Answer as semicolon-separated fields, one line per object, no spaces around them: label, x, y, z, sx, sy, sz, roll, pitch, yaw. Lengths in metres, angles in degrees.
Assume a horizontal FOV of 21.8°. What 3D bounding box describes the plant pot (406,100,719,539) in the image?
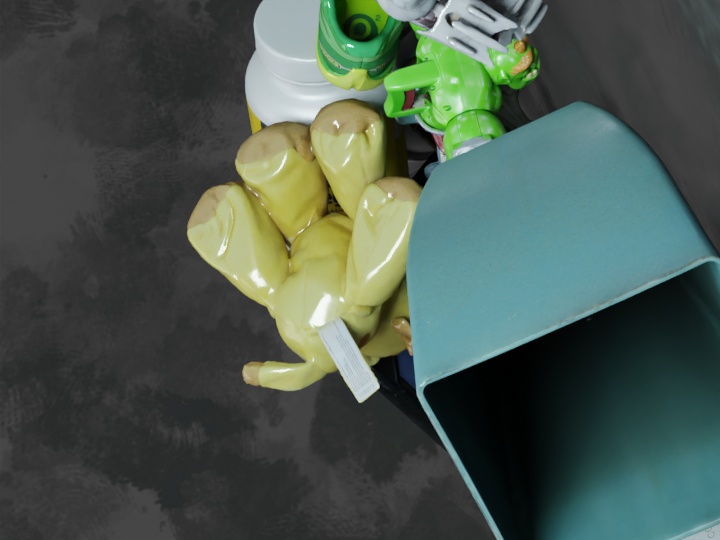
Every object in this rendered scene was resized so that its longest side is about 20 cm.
plant pot;0.102;0.018;0.897;0.201;0.140;0.142;-102;-15;-56

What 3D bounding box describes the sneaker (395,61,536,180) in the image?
sneaker;0.094;-0.066;1.265;0.201;0.086;0.078;52;177;20

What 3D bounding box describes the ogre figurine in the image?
ogre figurine;0.067;-0.106;1.179;0.120;0.097;0.202;51;-138;-71

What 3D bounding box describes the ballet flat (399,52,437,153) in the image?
ballet flat;0.089;-0.087;1.406;0.200;0.067;0.073;44;-147;-48

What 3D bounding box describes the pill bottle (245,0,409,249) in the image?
pill bottle;-0.024;-0.108;1.345;0.201;0.111;0.113;82;166;-49

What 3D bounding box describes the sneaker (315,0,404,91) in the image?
sneaker;0.007;-0.220;1.211;0.084;0.073;0.202;136;134;-78

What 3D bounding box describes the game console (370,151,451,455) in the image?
game console;0.086;0.039;1.471;0.200;0.116;0.177;42;-153;-37

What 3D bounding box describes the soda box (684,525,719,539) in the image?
soda box;0.205;0.131;1.083;0.201;0.068;0.064;61;-178;-27

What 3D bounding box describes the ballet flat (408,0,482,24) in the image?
ballet flat;0.035;-0.205;1.331;0.199;0.073;0.072;28;-175;-3

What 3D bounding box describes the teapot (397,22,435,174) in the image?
teapot;0.026;-0.156;1.477;0.146;0.199;0.199;26;132;48

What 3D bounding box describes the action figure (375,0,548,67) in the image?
action figure;0.034;-0.164;0.966;0.130;0.069;0.200;42;-165;-6

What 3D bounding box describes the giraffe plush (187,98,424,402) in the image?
giraffe plush;0.000;0.000;1.283;0.162;0.171;0.202;15;-123;-65
